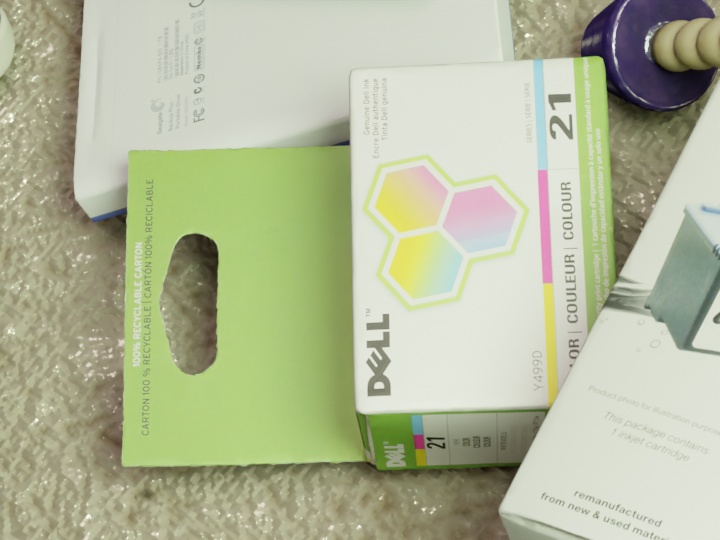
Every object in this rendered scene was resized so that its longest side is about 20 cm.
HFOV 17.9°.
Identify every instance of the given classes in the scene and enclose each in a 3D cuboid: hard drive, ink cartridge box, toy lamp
[{"bbox_3d":[-0.031,-0.103,1.016,0.199,0.025,0.132,-16,49,16],"label":"hard drive"},{"bbox_3d":[0.140,0.049,0.833,0.086,0.147,0.201,17,64,25],"label":"ink cartridge box"},{"bbox_3d":[0.149,-0.093,0.912,0.058,0.058,0.200,-46,19,-16],"label":"toy lamp"},{"bbox_3d":[0.000,0.000,0.910,0.199,0.076,0.149,-2,69,2],"label":"ink cartridge box"}]

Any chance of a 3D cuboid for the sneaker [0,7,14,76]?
[{"bbox_3d":[-0.255,-0.079,1.043,0.200,0.085,0.075,-44,48,-16],"label":"sneaker"}]
